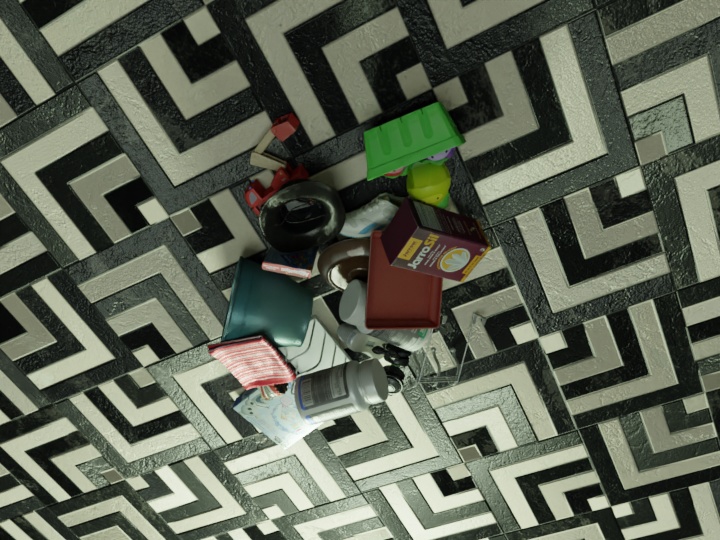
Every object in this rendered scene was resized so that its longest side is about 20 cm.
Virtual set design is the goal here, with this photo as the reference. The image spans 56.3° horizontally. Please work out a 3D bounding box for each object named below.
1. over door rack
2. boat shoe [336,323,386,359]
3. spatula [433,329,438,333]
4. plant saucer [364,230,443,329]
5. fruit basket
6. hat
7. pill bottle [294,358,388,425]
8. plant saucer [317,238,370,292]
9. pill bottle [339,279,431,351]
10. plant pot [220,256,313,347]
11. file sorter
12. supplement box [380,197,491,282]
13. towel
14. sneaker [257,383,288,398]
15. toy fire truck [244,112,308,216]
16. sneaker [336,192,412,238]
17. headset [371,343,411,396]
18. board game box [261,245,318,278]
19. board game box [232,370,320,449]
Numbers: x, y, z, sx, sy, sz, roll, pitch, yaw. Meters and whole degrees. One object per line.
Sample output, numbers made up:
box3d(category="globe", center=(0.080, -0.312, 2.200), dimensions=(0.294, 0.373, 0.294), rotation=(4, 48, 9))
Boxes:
box3d(category="over door rack", center=(0.198, 0.181, 1.600), dimensions=(0.145, 0.067, 0.204), rotation=(3, 117, -36))
box3d(category="boat shoe", center=(0.009, 0.164, 1.604), dimensions=(0.198, 0.068, 0.073), rotation=(14, 108, -57))
box3d(category="spatula", center=(0.094, 0.134, 1.633), dimensions=(0.194, 0.021, 0.058), rotation=(9, 130, -2))
box3d(category="plant saucer", center=(0.090, 0.021, 1.443), dimensions=(0.195, 0.036, 0.206), rotation=(2, 95, -31))
box3d(category="fruit basket", center=(0.119, -0.207, 1.336), dimensions=(0.209, 0.155, 0.222), rotation=(3, 102, 13))
box3d(category="hat", center=(-0.126, -0.131, 1.390), dimensions=(0.195, 0.082, 0.203), rotation=(-13, 143, -10))
box3d(category="pill bottle", center=(-0.042, 0.271, 1.526), dimensions=(0.195, 0.115, 0.115), rotation=(-18, 120, 19))
box3d(category="plant saucer", center=(0.000, 0.000, 1.504), dimensions=(0.194, 0.033, 0.202), rotation=(-2, 146, -1))
box3d(category="pill bottle", center=(0.056, 0.100, 1.517), dimensions=(0.196, 0.115, 0.114), rotation=(22, 124, -26))
box3d(category="plant pot", center=(-0.209, 0.091, 1.534), dimensions=(0.183, 0.202, 0.203), rotation=(14, 124, -12))
box3d(category="file sorter", center=(-0.115, 0.247, 1.664), dimensions=(0.137, 0.126, 0.201), rotation=(-27, 118, 21))
box3d(category="supplement box", center=(0.153, -0.058, 1.376), dimensions=(0.196, 0.087, 0.111), rotation=(12, 130, -31))
box3d(category="towel", center=(-0.241, 0.211, 1.524), dimensions=(0.141, 0.023, 0.201), rotation=(-11, 143, 13))
box3d(category="sneaker", center=(-0.265, 0.235, 1.678), dimensions=(0.081, 0.078, 0.203), rotation=(-27, 96, 28))
box3d(category="toy fire truck", center=(-0.183, -0.218, 1.411), dimensions=(0.197, 0.049, 0.142), rotation=(-29, 116, 23))
box3d(category="sneaker", center=(0.035, -0.122, 1.446), dimensions=(0.194, 0.077, 0.083), rotation=(-6, 120, -1))
box3d(category="headset", center=(0.068, 0.224, 1.607), dimensions=(0.091, 0.126, 0.201), rotation=(15, 160, 5))
box3d(category="board game box", center=(-0.147, -0.029, 1.443), dimensions=(0.100, 0.201, 0.020), rotation=(10, 106, -2))
box3d(category="board game box", center=(-0.203, 0.363, 1.795), dimensions=(0.198, 0.044, 0.200), rotation=(-37, 113, 24))
